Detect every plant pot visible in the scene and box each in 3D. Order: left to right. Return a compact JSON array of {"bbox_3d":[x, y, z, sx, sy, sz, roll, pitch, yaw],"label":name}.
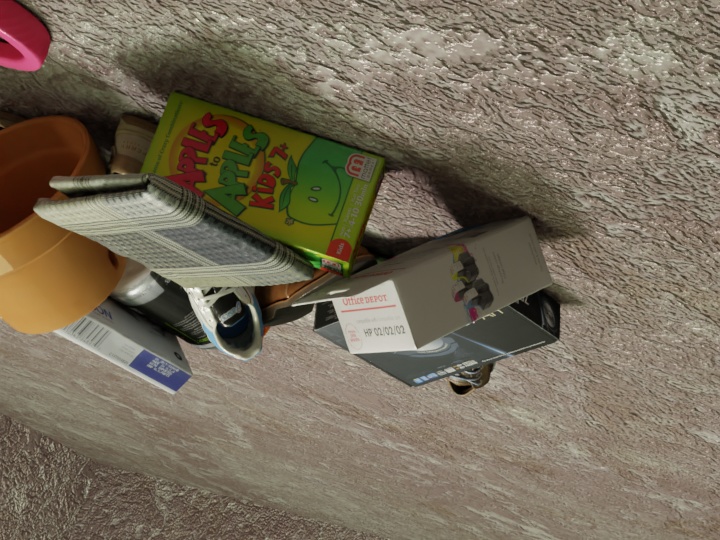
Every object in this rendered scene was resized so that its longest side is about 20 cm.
[{"bbox_3d":[-0.319,-0.035,1.544,0.199,0.201,0.141,6,139,39],"label":"plant pot"}]

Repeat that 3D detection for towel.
[{"bbox_3d":[-0.164,-0.035,1.382,0.192,0.035,0.199,28,159,-37],"label":"towel"}]

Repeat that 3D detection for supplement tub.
[{"bbox_3d":[-0.190,0.011,1.760,0.122,0.123,0.200,5,158,41],"label":"supplement tub"}]

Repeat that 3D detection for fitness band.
[{"bbox_3d":[-0.364,-0.220,1.354,0.199,0.038,0.144,22,164,-13],"label":"fitness band"}]

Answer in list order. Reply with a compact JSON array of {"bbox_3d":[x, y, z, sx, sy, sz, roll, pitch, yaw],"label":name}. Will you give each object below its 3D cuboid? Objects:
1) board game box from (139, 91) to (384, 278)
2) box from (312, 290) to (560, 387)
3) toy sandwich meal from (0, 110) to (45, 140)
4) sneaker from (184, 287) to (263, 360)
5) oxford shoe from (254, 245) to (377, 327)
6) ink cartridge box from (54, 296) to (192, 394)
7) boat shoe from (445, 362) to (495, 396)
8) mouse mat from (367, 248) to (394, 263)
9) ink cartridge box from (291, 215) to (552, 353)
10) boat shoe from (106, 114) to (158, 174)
[{"bbox_3d":[-0.088,-0.075,1.386,0.198,0.102,0.048,18,165,5],"label":"board game box"},{"bbox_3d":[0.077,0.047,1.596,0.199,0.044,0.160,-21,141,37],"label":"box"},{"bbox_3d":[-0.354,-0.100,1.677,0.204,0.071,0.205,18,164,5],"label":"toy sandwich meal"},{"bbox_3d":[-0.152,0.012,1.640,0.072,0.072,0.201,41,164,51],"label":"sneaker"},{"bbox_3d":[-0.057,0.002,1.662,0.071,0.072,0.199,-5,167,-40],"label":"oxford shoe"},{"bbox_3d":[-0.290,0.027,1.758,0.199,0.041,0.200,34,-164,-45],"label":"ink cartridge box"},{"bbox_3d":[0.124,0.093,1.750,0.072,0.073,0.200,16,164,12],"label":"boat shoe"},{"bbox_3d":[0.000,0.000,1.712,0.198,0.008,0.161,18,164,9],"label":"mouse mat"},{"bbox_3d":[0.053,0.020,1.386,0.199,0.068,0.115,-23,-173,-30],"label":"ink cartridge box"},{"bbox_3d":[-0.223,-0.090,1.566,0.071,0.065,0.200,18,164,3],"label":"boat shoe"}]
